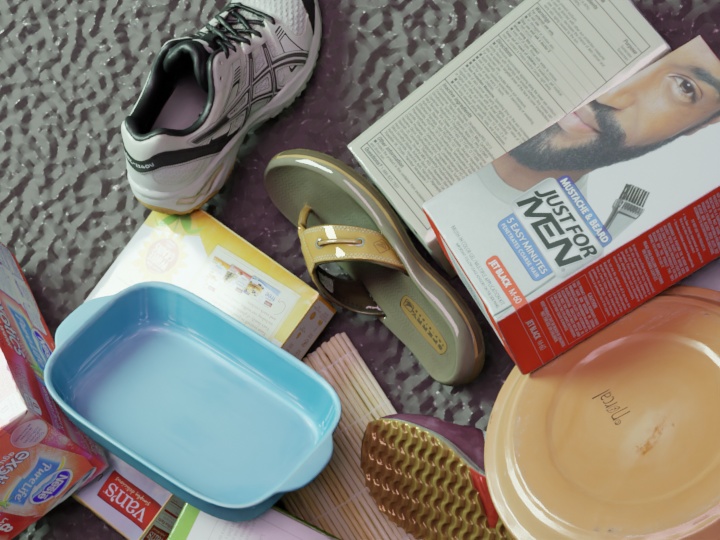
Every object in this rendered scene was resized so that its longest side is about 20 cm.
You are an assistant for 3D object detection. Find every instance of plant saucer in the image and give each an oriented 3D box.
[{"bbox_3d":[0.166,0.092,1.439,0.199,0.032,0.201,-12,51,16],"label":"plant saucer"}]

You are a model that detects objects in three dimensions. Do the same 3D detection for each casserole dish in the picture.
[{"bbox_3d":[-0.104,0.085,1.537,0.199,0.039,0.121,31,55,22],"label":"casserole dish"}]

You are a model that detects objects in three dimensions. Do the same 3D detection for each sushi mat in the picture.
[{"bbox_3d":[0.001,0.143,1.582,0.095,0.012,0.201,-34,68,1],"label":"sushi mat"}]

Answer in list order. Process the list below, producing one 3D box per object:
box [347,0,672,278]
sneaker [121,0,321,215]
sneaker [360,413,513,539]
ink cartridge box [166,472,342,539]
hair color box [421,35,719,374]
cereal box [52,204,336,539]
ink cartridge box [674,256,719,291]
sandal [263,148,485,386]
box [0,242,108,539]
[{"bbox_3d":[0.101,-0.099,1.595,0.200,0.078,0.095,-38,68,1],"label":"box"},{"bbox_3d":[-0.089,-0.133,1.634,0.075,0.088,0.201,18,62,23],"label":"sneaker"},{"bbox_3d":[0.094,0.134,1.532,0.199,0.090,0.076,20,111,32],"label":"sneaker"},{"bbox_3d":[-0.038,0.236,1.522,0.199,0.076,0.149,25,85,21],"label":"ink cartridge box"},{"bbox_3d":[0.150,-0.040,1.483,0.199,0.064,0.111,-31,49,-2],"label":"hair color box"},{"bbox_3d":[-0.129,0.065,1.618,0.144,0.040,0.200,35,86,28],"label":"cereal box"},{"bbox_3d":[0.181,0.014,1.546,0.116,0.067,0.200,-38,68,1],"label":"ink cartridge box"},{"bbox_3d":[0.000,0.000,1.586,0.054,0.081,0.200,-30,69,-30],"label":"sandal"},{"bbox_3d":[-0.253,0.061,1.593,0.094,0.103,0.201,-36,54,9],"label":"box"}]
